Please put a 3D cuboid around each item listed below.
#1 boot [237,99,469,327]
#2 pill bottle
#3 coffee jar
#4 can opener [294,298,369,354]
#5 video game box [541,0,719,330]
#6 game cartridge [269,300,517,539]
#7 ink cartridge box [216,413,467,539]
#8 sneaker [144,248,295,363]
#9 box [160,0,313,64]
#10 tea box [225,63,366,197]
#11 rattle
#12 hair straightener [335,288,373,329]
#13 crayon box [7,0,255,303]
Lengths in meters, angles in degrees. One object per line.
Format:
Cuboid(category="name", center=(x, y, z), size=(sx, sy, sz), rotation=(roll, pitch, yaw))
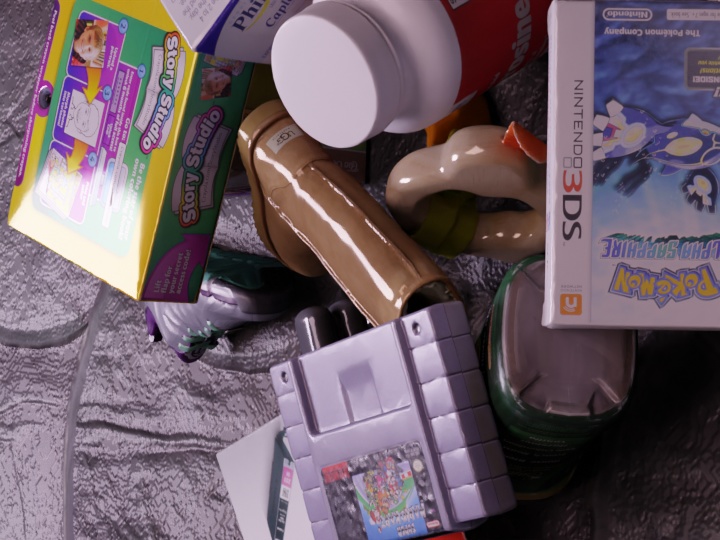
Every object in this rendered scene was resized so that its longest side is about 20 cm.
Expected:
Cuboid(category="boot", center=(0.000, 0.000, 1.454), size=(0.066, 0.175, 0.200), rotation=(-37, 54, -6))
Cuboid(category="pill bottle", center=(0.042, -0.154, 1.368), size=(0.112, 0.200, 0.113), rotation=(26, 132, 32))
Cuboid(category="coffee jar", center=(0.105, 0.072, 1.343), size=(0.200, 0.085, 0.105), rotation=(109, 165, -66))
Cuboid(category="can opener", center=(-0.008, 0.123, 1.534), size=(0.067, 0.053, 0.201), rotation=(-18, 85, 59))
Cuboid(category="video game box", center=(0.201, -0.057, 1.233), size=(0.047, 0.199, 0.184), rotation=(34, -123, -88))
Cuboid(category="game cartridge", center=(0.014, 0.101, 1.341), size=(0.200, 0.038, 0.130), rotation=(-24, 76, 57))
Cuboid(category="ink cartridge box", center=(-0.009, 0.171, 1.465), size=(0.200, 0.043, 0.175), rotation=(-34, 71, 52))
Cuboid(category="sneaker", center=(-0.107, 0.032, 1.677), size=(0.200, 0.074, 0.088), rotation=(19, 112, 60))
Cuboid(category="box", center=(-0.065, -0.265, 1.431), size=(0.184, 0.105, 0.200), rotation=(-50, 55, 28))
Cuboid(category="tea box", center=(-0.105, -0.156, 1.628), size=(0.199, 0.133, 0.198), rotation=(-4, 85, 48))
Cuboid(category="rattle", center=(0.095, -0.092, 1.393), size=(0.200, 0.130, 0.143), rotation=(108, -172, -65))
Cuboid(category="hair straightener", center=(0.043, 0.039, 1.521), size=(0.200, 0.041, 0.077), rotation=(47, 121, 46))
Cuboid(category="crayon box", center=(-0.159, -0.099, 1.542), size=(0.172, 0.058, 0.201), rotation=(26, 107, 44))
